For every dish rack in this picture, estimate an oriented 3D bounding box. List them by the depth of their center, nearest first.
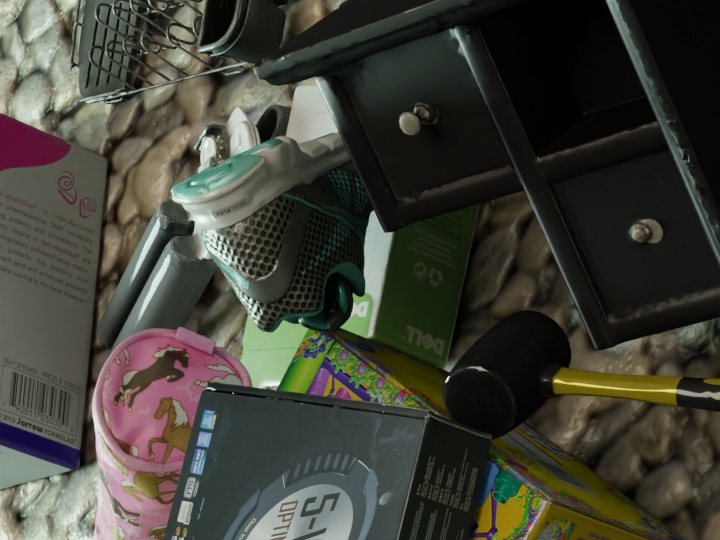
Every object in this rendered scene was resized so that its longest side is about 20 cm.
[{"bbox_3d":[-0.113,-0.181,1.705,0.199,0.054,0.154,-10,65,45],"label":"dish rack"}]

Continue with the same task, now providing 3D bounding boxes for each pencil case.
[{"bbox_3d":[-0.097,0.108,1.451,0.200,0.082,0.087,98,156,-60],"label":"pencil case"}]

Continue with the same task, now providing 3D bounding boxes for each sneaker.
[{"bbox_3d":[-0.028,-0.014,1.366,0.077,0.200,0.092,-24,88,19],"label":"sneaker"}]

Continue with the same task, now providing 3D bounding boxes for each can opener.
[{"bbox_3d":[-0.089,-0.010,1.586,0.200,0.066,0.053,-55,37,37],"label":"can opener"}]

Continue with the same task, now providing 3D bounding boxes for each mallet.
[{"bbox_3d":[0.138,0.048,1.251,0.199,0.066,0.041,1,114,22],"label":"mallet"}]

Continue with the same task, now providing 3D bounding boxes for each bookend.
[{"bbox_3d":[0.087,-0.048,1.300,0.199,0.092,0.199,-15,105,36],"label":"bookend"}]

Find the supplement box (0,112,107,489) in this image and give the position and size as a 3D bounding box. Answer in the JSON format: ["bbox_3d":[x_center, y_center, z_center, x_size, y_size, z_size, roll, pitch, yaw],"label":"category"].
[{"bbox_3d":[-0.226,0.019,1.697,0.103,0.101,0.201,-17,60,43],"label":"supplement box"}]

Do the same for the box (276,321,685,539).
[{"bbox_3d":[0.025,0.161,1.344,0.200,0.122,0.193,37,100,48],"label":"box"}]

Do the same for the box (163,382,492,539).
[{"bbox_3d":[-0.031,0.157,1.280,0.160,0.043,0.201,5,78,49],"label":"box"}]

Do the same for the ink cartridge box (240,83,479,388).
[{"bbox_3d":[0.000,0.000,1.493,0.104,0.059,0.201,-3,70,47],"label":"ink cartridge box"}]
